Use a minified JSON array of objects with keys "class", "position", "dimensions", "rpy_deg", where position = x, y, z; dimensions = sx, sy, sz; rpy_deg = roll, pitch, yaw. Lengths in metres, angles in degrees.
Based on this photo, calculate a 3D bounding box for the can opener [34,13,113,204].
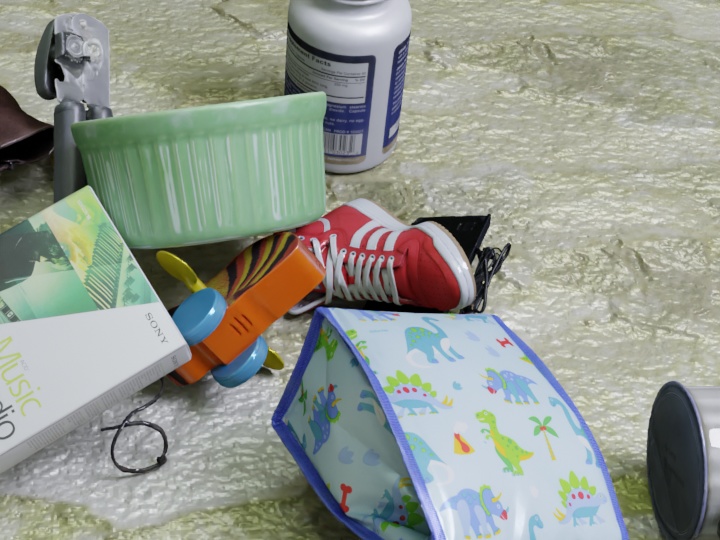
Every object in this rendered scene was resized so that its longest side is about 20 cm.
[{"class":"can opener","position":[-0.244,-0.120,1.104],"dimensions":[0.053,0.067,0.202],"rpy_deg":[6,79,-42]}]

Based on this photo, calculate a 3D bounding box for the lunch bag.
[{"class":"lunch bag","position":[0.062,0.125,0.861],"dimensions":[0.169,0.128,0.200],"rpy_deg":[1,32,-36]}]

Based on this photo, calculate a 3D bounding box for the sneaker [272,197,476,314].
[{"class":"sneaker","position":[0.000,0.000,1.022],"dimensions":[0.112,0.072,0.200],"rpy_deg":[-20,23,-24]}]

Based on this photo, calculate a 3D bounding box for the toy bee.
[{"class":"toy bee","position":[-0.124,0.040,0.969],"dimensions":[0.199,0.132,0.109],"rpy_deg":[-27,27,-17]}]

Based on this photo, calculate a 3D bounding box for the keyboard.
[{"class":"keyboard","position":[0.060,0.027,1.067],"dimensions":[0.103,0.040,0.201],"rpy_deg":[0,39,28]}]

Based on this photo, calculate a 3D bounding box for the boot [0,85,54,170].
[{"class":"boot","position":[-0.381,-0.122,1.115],"dimensions":[0.199,0.073,0.166],"rpy_deg":[-22,37,-37]}]

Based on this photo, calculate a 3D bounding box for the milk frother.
[{"class":"milk frother","position":[0.313,0.101,0.872],"dimensions":[0.186,0.202,0.181],"rpy_deg":[0,14,-7]}]

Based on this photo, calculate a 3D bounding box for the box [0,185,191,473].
[{"class":"box","position":[-0.237,0.049,0.894],"dimensions":[0.199,0.036,0.145],"rpy_deg":[-31,72,-14]}]

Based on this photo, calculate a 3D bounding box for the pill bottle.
[{"class":"pill bottle","position":[-0.012,-0.197,1.159],"dimensions":[0.110,0.201,0.112],"rpy_deg":[4,43,-3]}]

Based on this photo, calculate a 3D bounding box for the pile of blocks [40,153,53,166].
[{"class":"pile of blocks","position":[-0.203,-0.092,1.128],"dimensions":[0.198,0.063,0.082],"rpy_deg":[17,44,12]}]

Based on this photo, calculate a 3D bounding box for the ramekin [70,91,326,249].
[{"class":"ramekin","position":[-0.119,-0.078,1.007],"dimensions":[0.198,0.099,0.200],"rpy_deg":[-7,7,1]}]
